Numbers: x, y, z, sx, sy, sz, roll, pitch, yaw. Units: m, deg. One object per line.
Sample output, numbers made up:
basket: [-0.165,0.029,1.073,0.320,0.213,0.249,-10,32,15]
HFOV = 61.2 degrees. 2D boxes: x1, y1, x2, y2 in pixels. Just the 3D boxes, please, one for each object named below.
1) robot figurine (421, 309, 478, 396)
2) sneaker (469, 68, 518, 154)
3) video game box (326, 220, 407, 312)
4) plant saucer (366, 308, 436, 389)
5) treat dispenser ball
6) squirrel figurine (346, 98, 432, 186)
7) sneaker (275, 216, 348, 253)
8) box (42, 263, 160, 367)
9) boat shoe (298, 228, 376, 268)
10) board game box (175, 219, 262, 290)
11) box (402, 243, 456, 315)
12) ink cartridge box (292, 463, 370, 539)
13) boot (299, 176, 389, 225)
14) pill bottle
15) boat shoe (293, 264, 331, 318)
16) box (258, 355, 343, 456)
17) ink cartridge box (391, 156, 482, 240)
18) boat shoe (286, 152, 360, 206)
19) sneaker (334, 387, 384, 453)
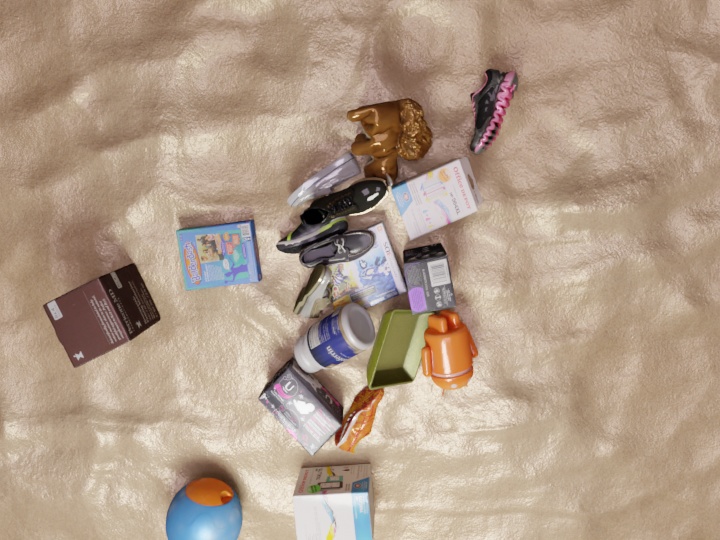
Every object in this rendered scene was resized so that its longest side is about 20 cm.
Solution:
robot figurine: [0.221,0.204,1.508,0.113,0.143,0.207,-5,101,25]
sneaker: [0.294,-0.379,1.436,0.094,0.079,0.205,26,101,21]
video game box: [0.000,0.000,1.524,0.195,0.047,0.187,-22,95,7]
plant saucer: [0.092,0.182,1.499,0.047,0.197,0.206,24,102,37]
treat dispenser ball: [-0.405,0.648,1.581,0.194,0.201,0.208,1,100,3]
squirrel figurine: [0.075,-0.296,1.425,0.193,0.142,0.193,-8,106,8]
sneaker: [-0.122,-0.106,1.514,0.195,0.072,0.085,-20,74,6]
box: [-0.629,0.106,1.504,0.160,0.200,0.170,-24,98,7]
boat shoe: [-0.056,-0.048,1.465,0.194,0.063,0.075,-15,95,6]
board game box: [-0.356,-0.039,1.539,0.193,0.045,0.157,-6,100,4]
box: [0.159,0.016,1.436,0.103,0.200,0.126,-10,100,5]
ink cartridge box: [-0.066,0.610,1.580,0.193,0.147,0.151,-5,100,4]
boot: [-0.035,-0.148,1.385,0.195,0.139,0.079,-21,101,16]
pill bottle: [-0.067,0.171,1.495,0.198,0.116,0.117,-32,97,33]
boat shoe: [-0.103,0.054,1.490,0.067,0.076,0.200,22,145,-12]
box: [-0.145,0.337,1.546,0.114,0.132,0.201,-42,95,6]
ink cartridge box: [0.183,-0.177,1.440,0.195,0.125,0.132,-23,98,8]
boat shoe: [-0.088,-0.205,1.480,0.197,0.074,0.066,-34,92,10]
sneaker: [0.007,0.383,1.587,0.076,0.073,0.203,27,105,-24]
